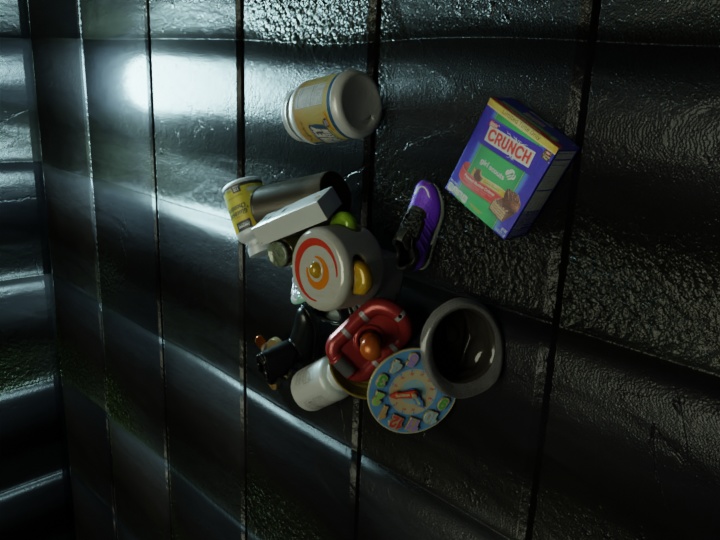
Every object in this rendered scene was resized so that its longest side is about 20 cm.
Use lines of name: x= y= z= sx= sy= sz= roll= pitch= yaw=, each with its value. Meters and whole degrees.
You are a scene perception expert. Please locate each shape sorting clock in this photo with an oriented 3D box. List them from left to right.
shape sorting clock: x=0.112 y=0.259 z=1.463 sx=0.039 sy=0.199 sz=0.201 roll=-114 pitch=28 yaw=-67

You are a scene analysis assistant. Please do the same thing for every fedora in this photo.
fedora: x=0.193 y=0.148 z=1.386 sx=0.090 sy=0.176 sz=0.201 roll=-148 pitch=37 yaw=-72

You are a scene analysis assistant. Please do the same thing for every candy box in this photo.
candy box: x=0.271 y=-0.186 z=1.254 sx=0.169 sy=0.077 sz=0.201 roll=46 pitch=128 yaw=29

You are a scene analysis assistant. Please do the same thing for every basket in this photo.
basket: x=-0.130 y=-0.156 z=1.637 sx=0.199 sy=0.180 sz=0.137 roll=-13 pitch=58 yaw=38

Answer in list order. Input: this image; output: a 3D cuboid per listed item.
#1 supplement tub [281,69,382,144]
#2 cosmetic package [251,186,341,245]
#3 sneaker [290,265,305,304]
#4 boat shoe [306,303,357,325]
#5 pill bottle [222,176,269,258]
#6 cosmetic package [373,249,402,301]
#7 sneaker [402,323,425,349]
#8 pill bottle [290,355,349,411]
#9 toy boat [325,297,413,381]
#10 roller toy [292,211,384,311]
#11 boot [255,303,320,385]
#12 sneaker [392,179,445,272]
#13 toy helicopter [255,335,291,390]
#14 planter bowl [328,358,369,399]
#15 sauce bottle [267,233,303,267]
supplement tub: x=-0.066 y=-0.356 z=1.516 sx=0.199 sy=0.144 sz=0.146 roll=3 pitch=102 yaw=46
cosmetic package: x=-0.144 y=-0.121 z=1.529 sx=0.199 sy=0.083 sz=0.051 roll=-19 pitch=113 yaw=33
sneaker: x=-0.146 y=-0.003 z=1.661 sx=0.200 sy=0.077 sz=0.141 roll=-112 pitch=7 yaw=-77
boat shoe: x=-0.094 y=0.087 z=1.717 sx=0.199 sy=0.060 sz=0.076 roll=11 pitch=108 yaw=44
pill bottle: x=-0.287 y=-0.140 z=1.824 sx=0.112 sy=0.112 sz=0.201 roll=-27 pitch=80 yaw=46
cosmetic package: x=0.000 y=0.000 z=1.582 sx=0.199 sy=0.081 sz=0.113 roll=18 pitch=110 yaw=44
sneaker: x=0.113 y=0.211 z=1.519 sx=0.200 sy=0.082 sz=0.070 roll=-55 pitch=34 yaw=6
pill bottle: x=-0.077 y=0.272 z=1.706 sx=0.200 sy=0.114 sz=0.115 roll=-33 pitch=76 yaw=45
toy boat: x=0.023 y=0.152 z=1.452 sx=0.200 sy=0.131 sz=0.131 roll=-44 pitch=101 yaw=4
roller toy: x=-0.053 y=-0.005 z=1.478 sx=0.183 sy=0.139 sz=0.200 roll=-48 pitch=64 yaw=39
boot: x=-0.186 y=0.190 z=1.730 sx=0.073 sy=0.162 sz=0.199 roll=45 pitch=149 yaw=37
sneaker: x=0.113 y=-0.086 z=1.426 sx=0.069 sy=0.099 sz=0.201 roll=24 pitch=117 yaw=38
toy helicopter: x=-0.240 y=0.259 z=1.907 sx=0.132 sy=0.079 sz=0.201 roll=41 pitch=140 yaw=24
planter bowl: x=0.023 y=0.187 z=1.571 sx=0.083 sy=0.199 sz=0.202 roll=-122 pitch=28 yaw=-77
sauce bottle: x=-0.130 y=-0.056 z=1.615 sx=0.064 sy=0.200 sz=0.065 roll=11 pitch=110 yaw=34
